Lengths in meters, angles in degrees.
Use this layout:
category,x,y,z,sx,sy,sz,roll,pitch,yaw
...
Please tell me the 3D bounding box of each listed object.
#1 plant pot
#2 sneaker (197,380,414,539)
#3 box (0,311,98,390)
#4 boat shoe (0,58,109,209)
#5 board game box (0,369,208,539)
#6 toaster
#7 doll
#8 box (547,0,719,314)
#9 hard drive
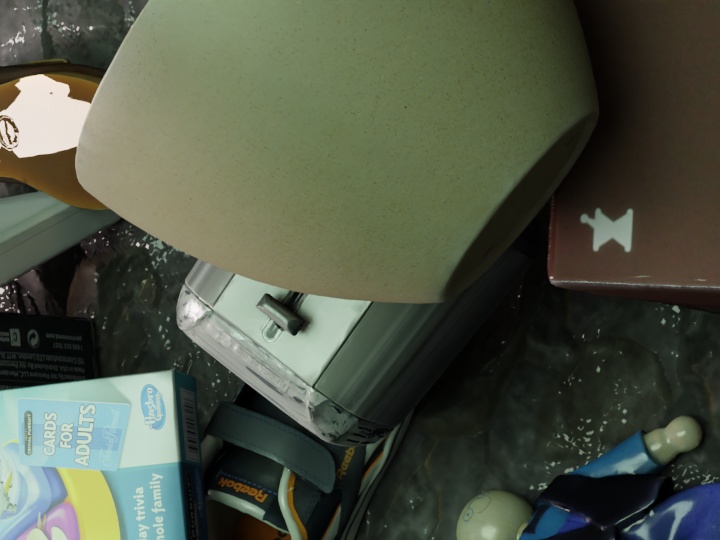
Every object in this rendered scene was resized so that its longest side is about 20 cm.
category,x,y,z,sx,sy,sz,roll,pitch,yaw
plant pot,0.010,-0.066,1.033,0.134,0.200,0.201,39,106,9
sneaker,-0.029,0.080,1.311,0.078,0.079,0.201,16,92,32
box,-0.237,0.133,1.406,0.199,0.124,0.198,-12,81,29
boat shoe,-0.154,-0.075,1.396,0.199,0.070,0.071,9,113,37
board game box,-0.171,0.133,1.279,0.199,0.047,0.152,-7,81,9
toaster,0.000,0.000,1.219,0.114,0.200,0.129,38,93,9
doll,0.117,0.118,1.211,0.200,0.048,0.137,-6,48,51
box,0.194,-0.064,1.119,0.164,0.200,0.167,3,87,31
hard drive,-0.224,0.003,1.366,0.131,0.200,0.027,-8,104,30
